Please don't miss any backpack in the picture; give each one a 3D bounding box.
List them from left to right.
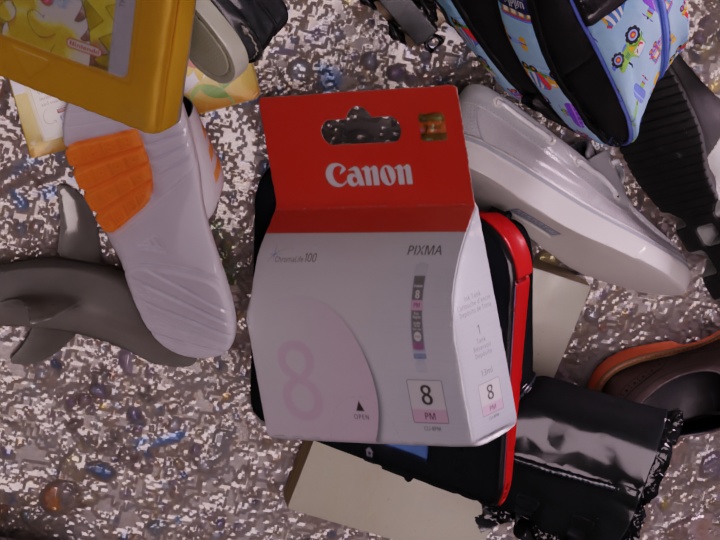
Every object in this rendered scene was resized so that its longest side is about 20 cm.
[{"bbox_3d":[0.118,-0.177,1.592,0.135,0.183,0.200,-40,125,-13],"label":"backpack"}]

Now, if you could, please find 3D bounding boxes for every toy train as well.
[{"bbox_3d":[-0.017,-0.207,1.626,0.034,0.046,0.200,-37,107,10],"label":"toy train"}]

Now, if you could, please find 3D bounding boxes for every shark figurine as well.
[{"bbox_3d":[-0.212,0.033,1.651,0.214,0.090,0.128,-16,109,-6],"label":"shark figurine"}]

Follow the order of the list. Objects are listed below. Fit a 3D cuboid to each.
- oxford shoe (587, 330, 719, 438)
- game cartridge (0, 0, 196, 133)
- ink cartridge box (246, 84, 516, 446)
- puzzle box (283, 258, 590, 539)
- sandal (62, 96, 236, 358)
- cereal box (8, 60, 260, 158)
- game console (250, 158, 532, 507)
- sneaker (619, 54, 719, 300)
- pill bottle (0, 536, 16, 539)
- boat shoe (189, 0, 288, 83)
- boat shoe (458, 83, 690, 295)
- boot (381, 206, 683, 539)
[{"bbox_3d":[0.247,0.068,1.745,0.200,0.073,0.071,-20,110,-3],"label":"oxford shoe"},{"bbox_3d":[-0.166,-0.194,1.519,0.176,0.032,0.200,21,120,24],"label":"game cartridge"},{"bbox_3d":[0.000,0.000,1.601,0.057,0.162,0.200,-27,109,-45],"label":"ink cartridge box"},{"bbox_3d":[0.048,0.075,1.739,0.133,0.025,0.200,19,104,-14],"label":"puzzle box"},{"bbox_3d":[-0.116,-0.043,1.629,0.079,0.059,0.207,-1,126,19],"label":"sandal"},{"bbox_3d":[-0.150,-0.179,1.614,0.144,0.040,0.200,-14,109,-5],"label":"cereal box"},{"bbox_3d":[0.013,0.033,1.647,0.031,0.200,0.177,-14,115,-48],"label":"game console"},{"bbox_3d":[0.225,-0.066,1.704,0.089,0.074,0.200,-40,110,-31],"label":"sneaker"},{"bbox_3d":[-0.235,0.217,1.692,0.200,0.112,0.113,13,105,-13],"label":"pill bottle"},{"bbox_3d":[-0.107,-0.204,1.559,0.066,0.074,0.199,-38,96,-24],"label":"boat shoe"},{"bbox_3d":[0.128,-0.049,1.693,0.200,0.072,0.069,27,72,-23],"label":"boat shoe"},{"bbox_3d":[0.115,0.075,1.676,0.162,0.073,0.198,21,111,5],"label":"boot"}]
